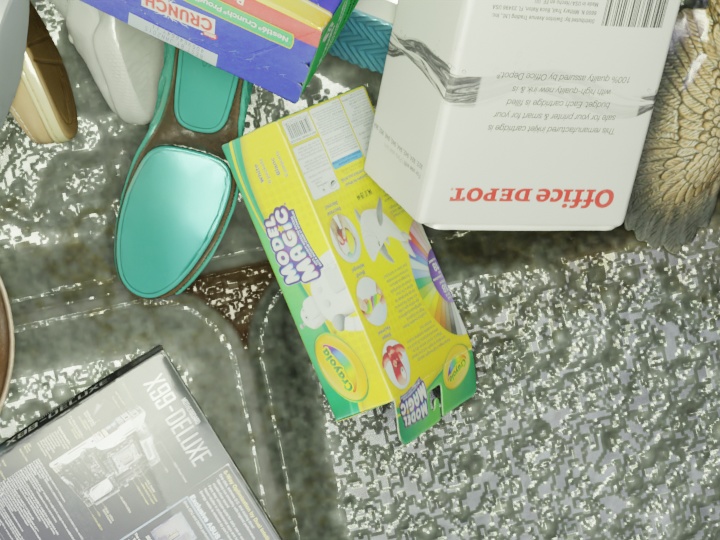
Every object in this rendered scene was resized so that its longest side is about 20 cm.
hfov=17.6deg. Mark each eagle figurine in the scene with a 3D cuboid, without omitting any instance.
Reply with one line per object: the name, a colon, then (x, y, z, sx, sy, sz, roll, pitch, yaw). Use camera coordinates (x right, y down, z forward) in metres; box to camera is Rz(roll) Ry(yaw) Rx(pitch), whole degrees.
eagle figurine: (0.235, -0.115, 1.386, 0.150, 0.152, 0.202, 1, 86, -26)

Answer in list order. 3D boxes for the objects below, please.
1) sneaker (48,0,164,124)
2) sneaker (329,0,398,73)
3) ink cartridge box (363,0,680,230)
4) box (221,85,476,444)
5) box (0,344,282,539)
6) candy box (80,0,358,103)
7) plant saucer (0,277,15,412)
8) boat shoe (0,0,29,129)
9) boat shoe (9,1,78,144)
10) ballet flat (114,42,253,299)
sneaker: (-0.171, -0.181, 1.380, 0.088, 0.075, 0.201, -8, 109, 28)
sneaker: (-0.039, -0.192, 1.389, 0.199, 0.077, 0.081, 27, 64, 0)
ink cartridge box: (0.097, -0.131, 1.331, 0.145, 0.084, 0.201, 0, 115, -28)
box: (0.000, 0.000, 1.371, 0.048, 0.117, 0.201, -23, 92, 31)
box: (-0.133, 0.170, 1.395, 0.157, 0.050, 0.201, -33, 94, -4)
candy box: (-0.062, -0.215, 1.308, 0.168, 0.077, 0.201, 26, 57, 4)
plant saucer: (-0.305, 0.043, 1.382, 0.199, 0.037, 0.202, 0, 92, -6)
boat shoe: (-0.244, -0.079, 1.321, 0.069, 0.071, 0.201, 21, 112, 5)
boat shoe: (-0.236, -0.155, 1.371, 0.064, 0.071, 0.201, -31, 92, 9)
ballet flat: (-0.095, -0.080, 1.377, 0.067, 0.070, 0.201, 16, 105, 3)
